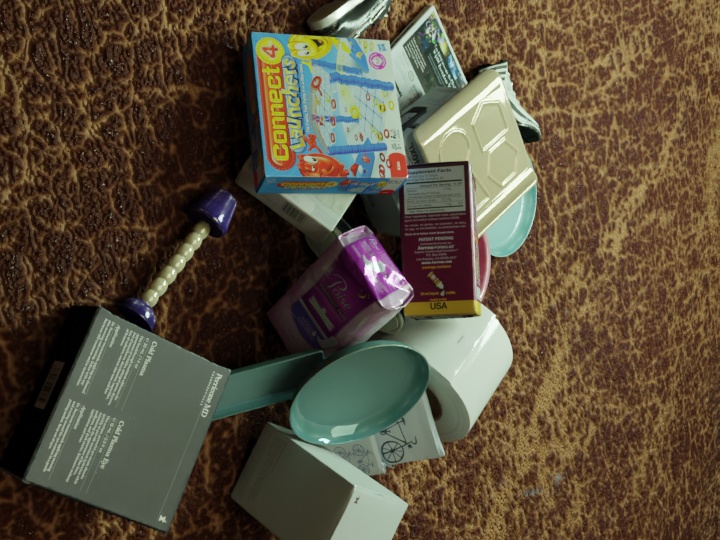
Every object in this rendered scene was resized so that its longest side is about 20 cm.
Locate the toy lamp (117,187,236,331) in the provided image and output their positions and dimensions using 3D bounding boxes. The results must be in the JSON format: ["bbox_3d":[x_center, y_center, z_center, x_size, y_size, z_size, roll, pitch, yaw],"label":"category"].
[{"bbox_3d":[-0.221,-0.019,1.221,0.058,0.058,0.201,53,57,-35],"label":"toy lamp"}]

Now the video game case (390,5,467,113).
[{"bbox_3d":[0.101,-0.281,1.558,0.182,0.023,0.201,-50,127,-30],"label":"video game case"}]

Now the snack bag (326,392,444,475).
[{"bbox_3d":[0.011,0.210,1.407,0.021,0.197,0.191,-69,145,-64],"label":"snack bag"}]

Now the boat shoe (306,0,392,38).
[{"bbox_3d":[0.007,-0.376,1.412,0.200,0.073,0.061,-45,124,-30],"label":"boat shoe"}]

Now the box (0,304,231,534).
[{"bbox_3d":[-0.276,0.168,1.124,0.181,0.104,0.203,30,72,-29],"label":"box"}]

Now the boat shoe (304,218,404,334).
[{"bbox_3d":[0.000,0.000,1.410,0.200,0.075,0.062,48,38,2],"label":"boat shoe"}]

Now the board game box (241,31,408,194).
[{"bbox_3d":[-0.047,-0.203,1.285,0.193,0.056,0.203,-2,74,-21],"label":"board game box"}]

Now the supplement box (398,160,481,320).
[{"bbox_3d":[0.110,-0.036,1.350,0.131,0.101,0.204,27,61,-78],"label":"supplement box"}]

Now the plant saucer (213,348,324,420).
[{"bbox_3d":[-0.141,0.149,1.275,0.197,0.019,0.071,-13,129,-14],"label":"plant saucer"}]

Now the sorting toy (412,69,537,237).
[{"bbox_3d":[0.171,-0.170,1.481,0.185,0.036,0.202,-41,120,-24],"label":"sorting toy"}]

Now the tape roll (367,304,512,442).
[{"bbox_3d":[0.110,0.137,1.481,0.139,0.201,0.204,-49,126,-31],"label":"tape roll"}]

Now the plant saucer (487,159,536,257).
[{"bbox_3d":[0.240,-0.126,1.716,0.198,0.027,0.204,-8,100,-46],"label":"plant saucer"}]

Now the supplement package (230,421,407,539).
[{"bbox_3d":[-0.057,0.306,1.312,0.116,0.199,0.119,31,85,-43],"label":"supplement package"}]

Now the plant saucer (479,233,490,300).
[{"bbox_3d":[0.135,-0.009,1.602,0.199,0.050,0.204,-8,101,-46],"label":"plant saucer"}]

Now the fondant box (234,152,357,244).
[{"bbox_3d":[-0.055,-0.160,1.331,0.143,0.058,0.201,35,64,-6],"label":"fondant box"}]

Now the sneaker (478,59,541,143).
[{"bbox_3d":[0.256,-0.293,1.683,0.200,0.075,0.117,23,65,-57],"label":"sneaker"}]

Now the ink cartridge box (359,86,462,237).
[{"bbox_3d":[0.092,-0.163,1.491,0.199,0.083,0.147,-39,122,-25],"label":"ink cartridge box"}]

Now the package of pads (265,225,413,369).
[{"bbox_3d":[-0.031,0.048,1.307,0.121,0.200,0.075,54,39,9],"label":"package of pads"}]

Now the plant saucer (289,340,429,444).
[{"bbox_3d":[-0.004,0.158,1.304,0.197,0.028,0.202,-16,140,-13],"label":"plant saucer"}]
